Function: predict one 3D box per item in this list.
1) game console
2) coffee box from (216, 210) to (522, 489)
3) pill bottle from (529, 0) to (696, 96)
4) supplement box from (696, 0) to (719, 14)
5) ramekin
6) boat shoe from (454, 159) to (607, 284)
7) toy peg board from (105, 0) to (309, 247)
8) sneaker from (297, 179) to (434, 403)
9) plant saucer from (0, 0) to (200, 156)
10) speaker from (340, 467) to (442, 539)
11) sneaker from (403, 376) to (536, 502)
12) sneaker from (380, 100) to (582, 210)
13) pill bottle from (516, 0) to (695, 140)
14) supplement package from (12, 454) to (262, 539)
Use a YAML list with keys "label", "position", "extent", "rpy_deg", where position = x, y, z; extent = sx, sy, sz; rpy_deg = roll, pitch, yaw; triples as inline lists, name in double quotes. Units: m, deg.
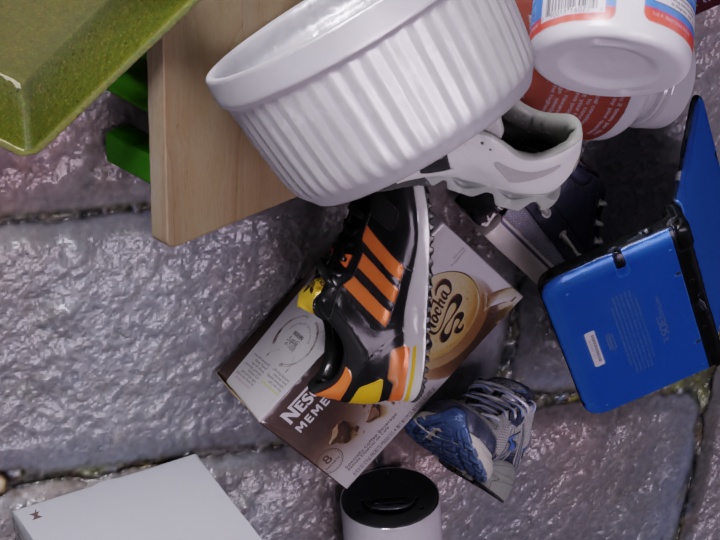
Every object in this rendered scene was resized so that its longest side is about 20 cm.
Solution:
- label: "game console"
  position: [0.216, -0.009, 1.840]
  extent: [0.170, 0.118, 0.200]
  rpy_deg: [-23, 143, 2]
- label: "coffee box"
  position: [0.007, 0.048, 1.797]
  extent: [0.200, 0.080, 0.113]
  rpy_deg: [-47, 130, 1]
- label: "pill bottle"
  position: [0.177, -0.229, 1.647]
  extent: [0.112, 0.112, 0.200]
  rpy_deg: [23, 66, -38]
- label: "supplement box"
  position: [0.287, -0.264, 1.725]
  extent: [0.200, 0.061, 0.109]
  rpy_deg: [-21, 138, 30]
- label: "ramekin"
  position: [0.013, -0.125, 1.500]
  extent: [0.200, 0.200, 0.105]
  rpy_deg: [-33, 102, -10]
- label: "boat shoe"
  position: [0.166, -0.026, 1.852]
  extent: [0.093, 0.075, 0.200]
  rpy_deg: [-45, 131, 6]
- label: "toy peg board"
  position: [-0.085, -0.150, 1.632]
  extent: [0.199, 0.098, 0.200]
  rpy_deg: [-24, 129, -37]
- label: "sneaker"
  position: [0.000, 0.000, 1.687]
  extent: [0.090, 0.070, 0.200]
  rpy_deg: [-4, 106, -13]
- label: "plant saucer"
  position: [-0.230, -0.178, 1.487]
  extent: [0.200, 0.048, 0.200]
  rpy_deg: [27, 132, -30]
- label: "speaker"
  position: [0.030, 0.258, 1.935]
  extent: [0.081, 0.081, 0.200]
  rpy_deg: [-19, 125, -20]
- label: "sneaker"
  position: [0.092, 0.116, 1.868]
  extent: [0.085, 0.077, 0.200]
  rpy_deg: [-58, 165, -6]
- label: "sneaker"
  position: [0.055, -0.098, 1.621]
  extent: [0.200, 0.074, 0.089]
  rpy_deg: [5, 149, -16]
- label: "pill bottle"
  position: [0.139, -0.151, 1.737]
  extent: [0.200, 0.112, 0.112]
  rpy_deg: [3, 115, -32]
- label: "supplement package"
  position: [-0.154, 0.274, 1.787]
  extent: [0.152, 0.151, 0.200]
  rpy_deg: [-16, 124, -22]
